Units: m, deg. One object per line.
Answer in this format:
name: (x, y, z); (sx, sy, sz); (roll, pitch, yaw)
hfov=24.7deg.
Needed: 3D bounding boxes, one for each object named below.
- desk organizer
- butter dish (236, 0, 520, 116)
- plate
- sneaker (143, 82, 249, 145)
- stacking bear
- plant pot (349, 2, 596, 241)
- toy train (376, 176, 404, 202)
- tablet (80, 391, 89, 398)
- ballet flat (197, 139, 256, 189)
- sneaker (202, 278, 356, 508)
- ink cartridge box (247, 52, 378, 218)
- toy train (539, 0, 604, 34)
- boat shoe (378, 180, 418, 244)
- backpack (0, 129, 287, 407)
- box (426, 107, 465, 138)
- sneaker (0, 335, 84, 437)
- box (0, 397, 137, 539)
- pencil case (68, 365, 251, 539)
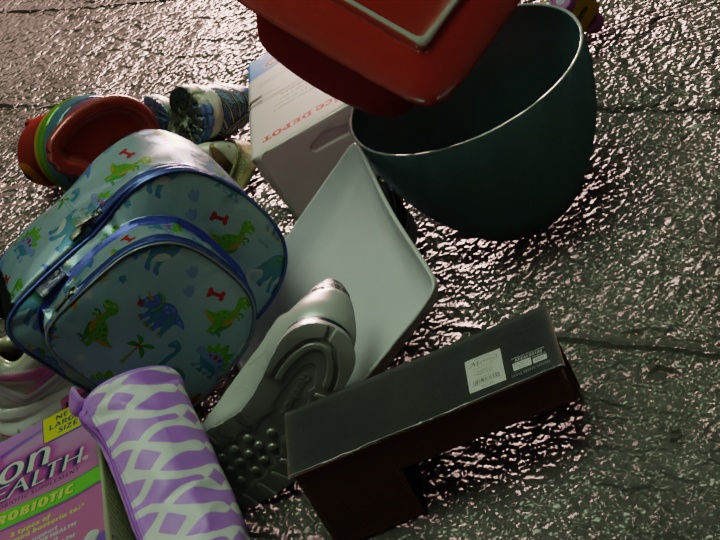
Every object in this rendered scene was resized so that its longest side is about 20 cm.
desk organizer: (0.054, 0.108, 1.125); (0.199, 0.077, 0.072); (-23, 32, 10)
butter dish: (0.005, -0.197, 1.295); (0.200, 0.148, 0.200); (30, 54, 7)
plate: (-0.020, 0.033, 1.251); (0.200, 0.032, 0.200); (-54, 35, 20)
sneaker: (-0.161, -0.153, 1.677); (0.085, 0.077, 0.200); (-15, 7, -23)
stacking bear: (-0.296, -0.127, 1.721); (0.200, 0.121, 0.114); (6, 58, 57)
plant pot: (0.109, -0.103, 1.330); (0.200, 0.135, 0.200); (-21, 32, 14)
toy train: (-0.040, -0.019, 1.427); (0.200, 0.034, 0.046); (-37, 36, -12)
tablet: (-0.197, 0.075, 1.438); (0.130, 0.014, 0.200); (-24, 32, 8)
ballet flat: (-0.145, -0.083, 1.573); (0.070, 0.071, 0.200); (-14, 34, 23)
sneaker: (-0.064, 0.095, 1.201); (0.200, 0.076, 0.081); (-50, 20, 26)
ink cartridge box: (-0.025, -0.158, 1.554); (0.146, 0.084, 0.200); (-29, 32, 14)
toy train: (0.155, -0.248, 1.488); (0.200, 0.150, 0.056); (-40, 54, -10)
boat shoe: (0.000, 0.000, 1.334); (0.070, 0.066, 0.200); (-10, 37, 29)
backpack: (-0.158, 0.009, 1.270); (0.200, 0.183, 0.147); (-49, 34, 1)
box: (0.044, -0.188, 1.487); (0.021, 0.163, 0.200); (-45, 26, 21)
sneaker: (-0.243, 0.058, 1.400); (0.200, 0.088, 0.081); (-32, 31, -5)
box: (-0.241, 0.215, 1.191); (0.176, 0.097, 0.200); (-27, 31, 4)
pencil case: (-0.131, 0.161, 1.127); (0.085, 0.084, 0.200); (-12, 54, -22)
